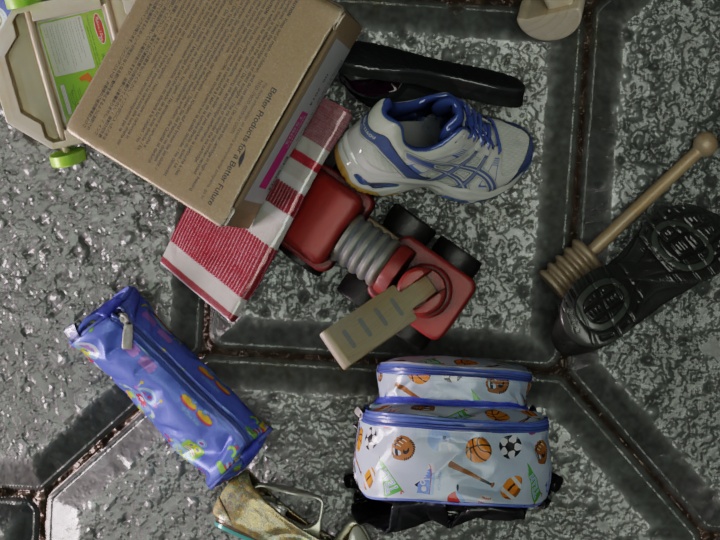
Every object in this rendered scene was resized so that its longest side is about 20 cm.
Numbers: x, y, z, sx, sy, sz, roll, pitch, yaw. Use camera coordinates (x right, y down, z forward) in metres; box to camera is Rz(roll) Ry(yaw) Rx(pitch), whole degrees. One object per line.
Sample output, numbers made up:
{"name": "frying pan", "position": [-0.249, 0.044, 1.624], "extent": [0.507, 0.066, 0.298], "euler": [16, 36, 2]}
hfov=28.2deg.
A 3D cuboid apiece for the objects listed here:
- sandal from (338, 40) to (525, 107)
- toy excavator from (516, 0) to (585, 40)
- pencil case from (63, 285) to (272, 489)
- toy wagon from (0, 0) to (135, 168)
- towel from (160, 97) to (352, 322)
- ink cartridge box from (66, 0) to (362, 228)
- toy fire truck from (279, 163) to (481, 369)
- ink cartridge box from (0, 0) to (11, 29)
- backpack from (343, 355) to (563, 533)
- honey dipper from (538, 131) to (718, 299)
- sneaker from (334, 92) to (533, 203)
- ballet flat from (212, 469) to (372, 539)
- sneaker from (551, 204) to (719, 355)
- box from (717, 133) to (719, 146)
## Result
{"name": "sandal", "position": [0.043, -0.161, 1.259], "extent": [0.199, 0.075, 0.048], "euler": [12, 112, -1]}
{"name": "toy excavator", "position": [0.100, -0.295, 1.216], "extent": [0.199, 0.100, 0.195], "euler": [12, 133, 9]}
{"name": "pencil case", "position": [-0.167, 0.101, 1.269], "extent": [0.200, 0.087, 0.078], "euler": [46, 68, -4]}
{"name": "toy wagon", "position": [-0.219, -0.180, 1.256], "extent": [0.199, 0.040, 0.156], "euler": [-12, 109, 0]}
{"name": "towel", "position": [-0.092, -0.068, 1.236], "extent": [0.023, 0.144, 0.201], "euler": [26, 95, -38]}
{"name": "ink cartridge box", "position": [-0.119, -0.158, 1.177], "extent": [0.164, 0.075, 0.201], "euler": [32, 95, 11]}
{"name": "toy fire truck", "position": [0.000, 0.000, 1.197], "extent": [0.176, 0.200, 0.129], "euler": [36, 93, 5]}
{"name": "ink cartridge box", "position": [-0.273, -0.302, 1.257], "extent": [0.198, 0.041, 0.201], "euler": [-5, 95, -1]}
{"name": "backpack", "position": [0.081, 0.147, 1.222], "extent": [0.199, 0.191, 0.155], "euler": [-3, 94, 0]}
{"name": "honey dipper", "position": [0.244, -0.053, 1.285], "extent": [0.200, 0.038, 0.038], "euler": [-43, 94, 1]}
{"name": "sneaker", "position": [0.079, -0.108, 1.216], "extent": [0.199, 0.088, 0.076], "euler": [-7, 64, -34]}
{"name": "ballet flat", "position": [-0.035, 0.241, 1.291], "extent": [0.199, 0.071, 0.071], "euler": [27, 94, -1]}
{"name": "sneaker", "position": [0.244, 0.009, 1.274], "extent": [0.199, 0.091, 0.076], "euler": [-29, 78, -20]}
{"name": "box", "position": [0.426, -0.105, 1.255], "extent": [0.199, 0.095, 0.078], "euler": [24, 94, -4]}
